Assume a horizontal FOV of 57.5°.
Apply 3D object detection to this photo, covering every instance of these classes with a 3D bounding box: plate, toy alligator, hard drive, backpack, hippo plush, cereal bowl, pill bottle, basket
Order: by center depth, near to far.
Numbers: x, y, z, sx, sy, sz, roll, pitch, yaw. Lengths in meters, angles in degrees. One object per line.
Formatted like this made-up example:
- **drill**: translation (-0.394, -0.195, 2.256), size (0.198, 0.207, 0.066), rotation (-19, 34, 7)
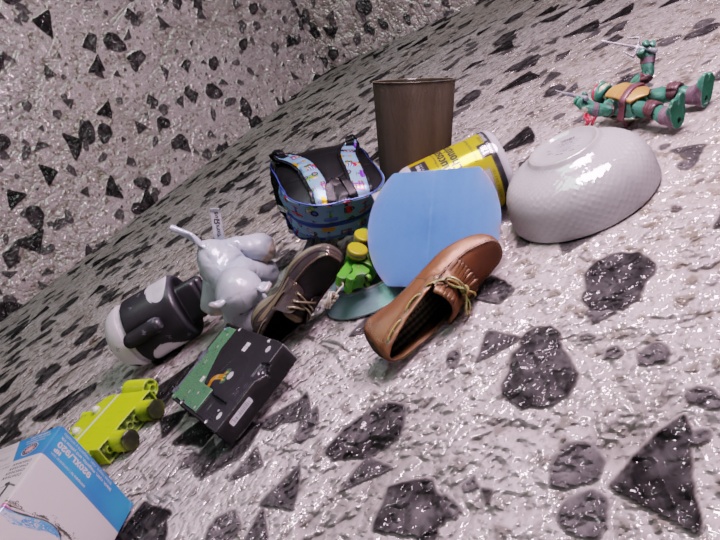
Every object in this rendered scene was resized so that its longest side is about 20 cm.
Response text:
- **cereal bowl**: translation (0.277, -0.126, 0.853), size (0.198, 0.084, 0.201), rotation (-28, 23, 13)
- **hard drive**: translation (-0.180, 0.149, 0.906), size (0.140, 0.038, 0.199), rotation (-53, 29, -19)
- **toy alligator**: translation (0.000, 0.000, 0.931), size (0.053, 0.060, 0.201), rotation (16, 35, 5)
- **pill bottle**: translation (0.121, -0.117, 0.974), size (0.197, 0.113, 0.112), rotation (-25, 22, 2)
- **plate**: translation (0.025, 0.001, 0.993), size (0.198, 0.026, 0.201), rotation (-26, 24, 12)
- **hippo plush**: translation (-0.187, 0.013, 1.067), size (0.157, 0.203, 0.161), rotation (-25, 37, -20)
- **basket**: translation (0.088, -0.206, 1.071), size (0.133, 0.204, 0.181), rotation (-1, 18, 3)
- **backpack**: translation (-0.048, -0.120, 1.076), size (0.179, 0.137, 0.201), rotation (-13, 33, -13)

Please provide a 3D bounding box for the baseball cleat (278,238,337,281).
- **baseball cleat**: translation (-0.094, -0.023, 1.140), size (0.105, 0.070, 0.201), rotation (-29, 20, 15)

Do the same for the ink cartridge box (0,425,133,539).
- **ink cartridge box**: translation (-0.388, 0.311, 0.728), size (0.145, 0.146, 0.201), rotation (-21, 25, 20)

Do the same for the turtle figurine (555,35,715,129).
- **turtle figurine**: translation (0.396, -0.263, 0.959), size (0.150, 0.101, 0.199), rotation (-50, 41, -7)

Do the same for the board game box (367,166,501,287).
- **board game box**: translation (0.103, -0.053, 0.892), size (0.197, 0.039, 0.161), rotation (0, 81, 33)

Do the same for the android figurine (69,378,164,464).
- **android figurine**: translation (-0.393, 0.242, 1.021), size (0.197, 0.041, 0.183), rotation (-11, 30, 38)

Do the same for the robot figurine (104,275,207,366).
- **robot figurine**: translation (-0.364, 0.091, 1.189), size (0.198, 0.151, 0.126), rotation (-29, 59, 4)

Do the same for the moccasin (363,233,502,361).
- **moccasin**: translation (0.094, 0.031, 0.778), size (0.200, 0.074, 0.078), rotation (-35, 31, -15)

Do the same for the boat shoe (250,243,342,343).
- **boat shoe**: translation (-0.089, 0.047, 0.960), size (0.200, 0.074, 0.074), rotation (-49, 34, 28)
